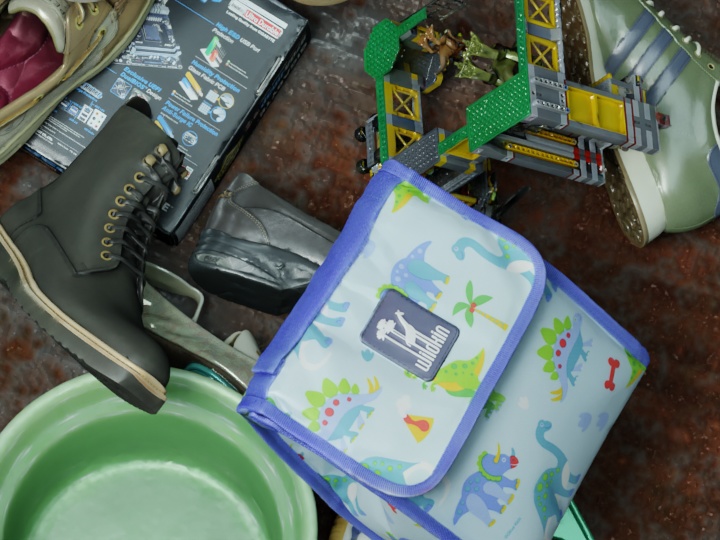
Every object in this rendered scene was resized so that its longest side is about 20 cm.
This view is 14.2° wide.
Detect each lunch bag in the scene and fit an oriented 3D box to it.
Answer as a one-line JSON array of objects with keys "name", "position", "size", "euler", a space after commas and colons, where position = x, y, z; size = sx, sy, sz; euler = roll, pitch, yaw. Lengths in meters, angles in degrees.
[{"name": "lunch bag", "position": [0.042, 0.062, 1.619], "size": [0.200, 0.127, 0.171], "euler": [40, 70, -28]}]

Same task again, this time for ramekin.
[{"name": "ramekin", "position": [-0.125, 0.165, 1.660], "size": [0.198, 0.098, 0.201], "euler": [1, 64, -2]}]

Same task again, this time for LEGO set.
[{"name": "LEGO set", "position": [0.097, -0.106, 1.713], "size": [0.115, 0.200, 0.155], "euler": [13, 54, -33]}]

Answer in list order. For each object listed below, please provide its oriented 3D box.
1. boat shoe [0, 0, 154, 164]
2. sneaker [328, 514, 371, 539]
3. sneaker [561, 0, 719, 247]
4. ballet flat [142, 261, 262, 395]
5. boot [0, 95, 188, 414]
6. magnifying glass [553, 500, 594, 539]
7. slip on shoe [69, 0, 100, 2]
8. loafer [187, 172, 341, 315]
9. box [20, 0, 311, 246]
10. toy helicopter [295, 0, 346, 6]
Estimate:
[{"name": "boat shoe", "position": [-0.183, -0.143, 1.708], "size": [0.074, 0.066, 0.201], "euler": [35, 80, 7]}, {"name": "sneaker", "position": [0.003, 0.243, 1.690], "size": [0.087, 0.075, 0.201], "euler": [15, 81, 1]}, {"name": "sneaker", "position": [0.179, -0.120, 1.763], "size": [0.089, 0.067, 0.202], "euler": [-15, 82, -10]}, {"name": "ballet flat", "position": [-0.098, 0.045, 1.730], "size": [0.200, 0.068, 0.062], "euler": [37, 59, 3]}, {"name": "boot", "position": [-0.134, -0.017, 1.646], "size": [0.138, 0.078, 0.200], "euler": [-45, 45, -4]}, {"name": "magnifying glass", "position": [0.108, 0.136, 1.739], "size": [0.079, 0.022, 0.202], "euler": [-2, 82, -1]}, {"name": "slip on shoe", "position": [-0.102, -0.228, 1.686], "size": [0.199, 0.061, 0.076], "euler": [-28, 62, -14]}, {"name": "loafer", "position": [0.000, 0.000, 1.733], "size": [0.199, 0.073, 0.073], "euler": [20, 72, -6]}, {"name": "box", "position": [-0.154, -0.134, 1.766], "size": [0.199, 0.046, 0.160], "euler": [32, 82, 5]}, {"name": "toy helicopter", "position": [0.020, -0.235, 1.767], "size": [0.132, 0.079, 0.200], "euler": [35, 66, 23]}]
